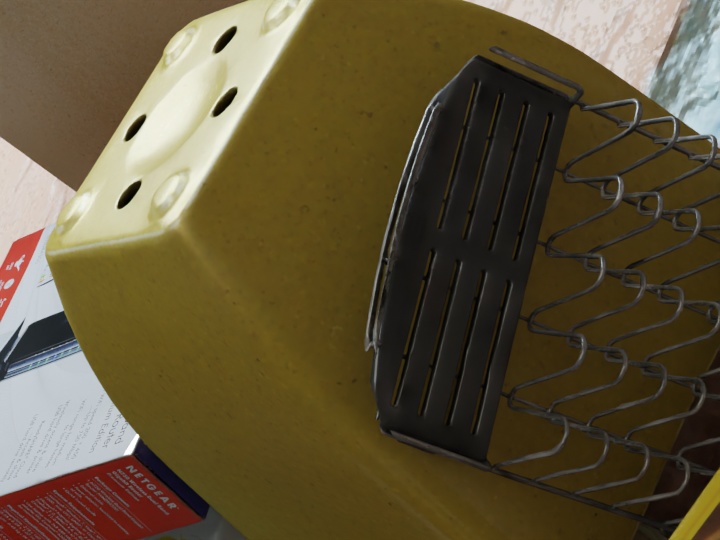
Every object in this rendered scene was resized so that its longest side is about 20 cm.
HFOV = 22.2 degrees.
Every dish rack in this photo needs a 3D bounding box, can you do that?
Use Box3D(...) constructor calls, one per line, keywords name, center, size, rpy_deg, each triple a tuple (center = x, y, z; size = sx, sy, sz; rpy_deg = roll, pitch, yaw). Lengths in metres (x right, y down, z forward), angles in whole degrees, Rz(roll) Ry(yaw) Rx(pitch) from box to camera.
Box3D(name="dish rack", center=(0.101, 0.014, 0.625), size=(0.055, 0.200, 0.154), rpy_deg=(-15, 58, 61))

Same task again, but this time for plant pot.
Box3D(name="plant pot", center=(-0.154, -0.170, 1.075), size=(0.177, 0.200, 0.200), rpy_deg=(-46, 38, 8))
Box3D(name="plant pot", center=(0.000, 0.000, 0.706), size=(0.194, 0.200, 0.196), rpy_deg=(-6, 51, 57))

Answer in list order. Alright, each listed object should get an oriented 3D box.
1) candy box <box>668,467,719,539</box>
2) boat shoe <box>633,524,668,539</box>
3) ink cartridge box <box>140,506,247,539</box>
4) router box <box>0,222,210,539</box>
Box3D(name="candy box", center=(0.124, 0.128, 0.557), size=(0.200, 0.102, 0.026), rpy_deg=(-50, -13, -21))
Box3D(name="boat shoe", center=(0.047, 0.173, 0.711), size=(0.200, 0.063, 0.073), rpy_deg=(-52, 37, 18))
Box3D(name="ink cartridge box", center=(-0.083, 0.149, 0.876), size=(0.147, 0.086, 0.200), rpy_deg=(11, 80, 55))
Box3D(name="router box", center=(-0.123, 0.044, 0.866), size=(0.179, 0.049, 0.200), rpy_deg=(-20, 36, 34))
